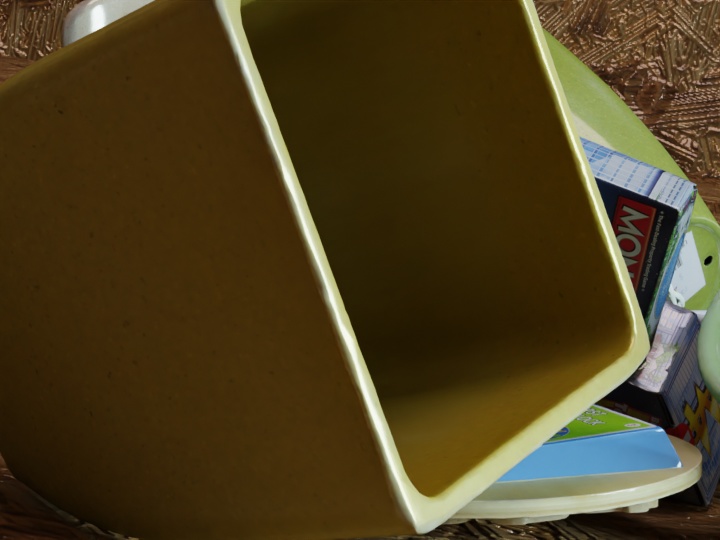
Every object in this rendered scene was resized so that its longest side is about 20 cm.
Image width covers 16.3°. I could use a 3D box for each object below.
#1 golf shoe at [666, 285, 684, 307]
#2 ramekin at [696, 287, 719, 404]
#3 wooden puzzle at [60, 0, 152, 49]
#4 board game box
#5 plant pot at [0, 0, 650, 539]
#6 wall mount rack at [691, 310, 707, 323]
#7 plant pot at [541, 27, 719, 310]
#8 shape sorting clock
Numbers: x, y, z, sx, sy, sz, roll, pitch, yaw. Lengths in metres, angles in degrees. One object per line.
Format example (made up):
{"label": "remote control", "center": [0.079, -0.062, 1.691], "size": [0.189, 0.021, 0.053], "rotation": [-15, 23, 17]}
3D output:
{"label": "golf shoe", "center": [0.134, 0.032, 1.221], "size": [0.200, 0.088, 0.077], "rotation": [18, -29, 44]}
{"label": "ramekin", "center": [0.247, 0.031, 1.021], "size": [0.200, 0.098, 0.200], "rotation": [-28, 21, 12]}
{"label": "wooden puzzle", "center": [-0.080, -0.038, 1.197], "size": [0.046, 0.185, 0.200], "rotation": [-1, 5, 16]}
{"label": "board game box", "center": [0.080, 0.015, 1.108], "size": [0.200, 0.200, 0.062], "rotation": [22, 43, 10]}
{"label": "plant pot", "center": [-0.046, -0.008, 0.928], "size": [0.200, 0.194, 0.195], "rotation": [-16, 8, 33]}
{"label": "wall mount rack", "center": [0.257, 0.060, 1.312], "size": [0.174, 0.075, 0.200], "rotation": [10, 7, 43]}
{"label": "plant pot", "center": [0.124, -0.033, 1.554], "size": [0.187, 0.187, 0.200], "rotation": [2, 25, -42]}
{"label": "shape sorting clock", "center": [0.037, 0.078, 1.015], "size": [0.200, 0.039, 0.200], "rotation": [-3, 8, 0]}
